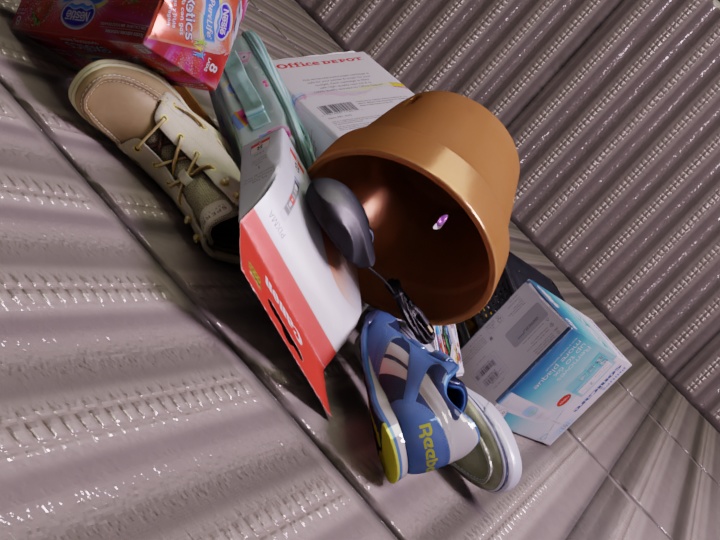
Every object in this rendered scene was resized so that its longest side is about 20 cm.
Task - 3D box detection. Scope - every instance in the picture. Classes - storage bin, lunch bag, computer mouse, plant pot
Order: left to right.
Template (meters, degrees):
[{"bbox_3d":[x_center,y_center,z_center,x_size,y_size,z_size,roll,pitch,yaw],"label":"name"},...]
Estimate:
[{"bbox_3d":[-0.096,-0.135,1.164,0.162,0.076,0.201,81,-15,-51],"label":"lunch bag"},{"bbox_3d":[0.017,-0.008,1.003,0.200,0.034,0.059,50,12,-35],"label":"computer mouse"},{"bbox_3d":[0.059,-0.070,1.065,0.200,0.200,0.141,42,52,-9],"label":"plant pot"},{"bbox_3d":[0.208,0.070,1.524,0.199,0.093,0.137,26,39,-53],"label":"storage bin"}]

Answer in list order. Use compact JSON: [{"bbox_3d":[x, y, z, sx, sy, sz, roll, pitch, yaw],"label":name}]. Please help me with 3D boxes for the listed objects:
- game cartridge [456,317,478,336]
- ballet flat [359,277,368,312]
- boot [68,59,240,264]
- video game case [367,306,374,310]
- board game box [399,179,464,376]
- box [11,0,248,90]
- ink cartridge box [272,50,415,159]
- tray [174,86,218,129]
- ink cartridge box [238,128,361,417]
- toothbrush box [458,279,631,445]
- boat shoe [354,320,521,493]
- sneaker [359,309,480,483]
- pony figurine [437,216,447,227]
[{"bbox_3d":[0.107,0.011,1.620,0.200,0.032,0.176,45,12,8],"label":"game cartridge"},{"bbox_3d":[0.000,0.000,1.169,0.068,0.063,0.200,52,20,-2],"label":"ballet flat"},{"bbox_3d":[-0.157,-0.091,1.008,0.199,0.072,0.155,36,16,-48],"label":"boot"},{"bbox_3d":[-0.013,-0.003,1.308,0.199,0.018,0.144,29,19,-50],"label":"video game case"},{"bbox_3d":[0.065,0.014,1.207,0.126,0.034,0.203,15,64,-74],"label":"board game box"},{"bbox_3d":[-0.213,-0.236,1.058,0.198,0.097,0.099,15,-8,38],"label":"box"},{"bbox_3d":[-0.015,-0.163,1.287,0.143,0.085,0.200,-11,37,-28],"label":"ink cartridge box"},{"bbox_3d":[-0.239,-0.218,1.246,0.201,0.037,0.098,53,15,32],"label":"tray"},{"bbox_3d":[-0.046,-0.004,0.950,0.201,0.050,0.163,-102,167,-58],"label":"ink cartridge box"},{"bbox_3d":[0.209,0.112,1.344,0.086,0.147,0.199,51,13,32],"label":"toothbrush box"},{"bbox_3d":[0.065,0.127,1.050,0.061,0.073,0.200,-9,46,-44],"label":"boat shoe"},{"bbox_3d":[0.044,0.099,0.957,0.201,0.081,0.075,-105,-176,-59],"label":"sneaker"},{"bbox_3d":[0.053,-0.066,1.399,0.202,0.165,0.192,61,23,9],"label":"pony figurine"}]
